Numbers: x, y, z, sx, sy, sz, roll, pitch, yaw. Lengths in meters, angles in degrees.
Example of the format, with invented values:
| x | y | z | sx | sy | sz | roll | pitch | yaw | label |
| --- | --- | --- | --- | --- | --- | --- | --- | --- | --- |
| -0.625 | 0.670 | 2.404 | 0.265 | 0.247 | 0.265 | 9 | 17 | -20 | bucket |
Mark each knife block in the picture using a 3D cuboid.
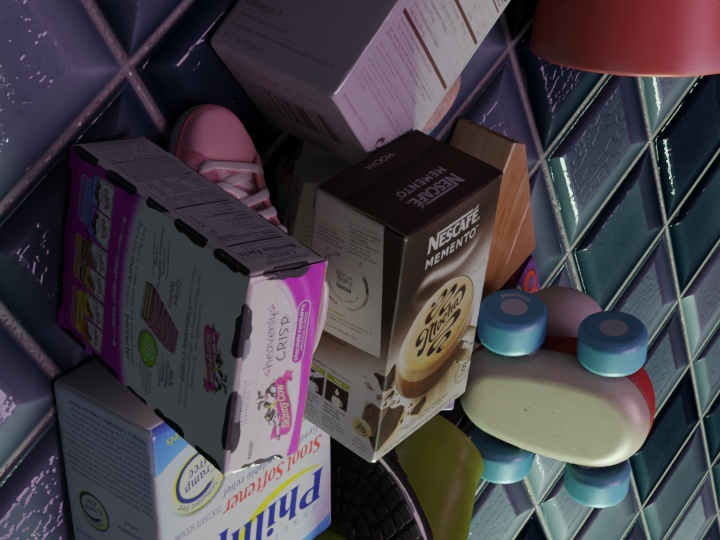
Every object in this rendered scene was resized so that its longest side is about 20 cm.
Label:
| x | y | z | sx | sy | sz | roll | pitch | yaw | label |
| --- | --- | --- | --- | --- | --- | --- | --- | --- | --- |
| 0.080 | -0.009 | 1.328 | 0.176 | 0.064 | 0.200 | -46 | 146 | -27 | knife block |

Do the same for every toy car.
| x | y | z | sx | sy | sz | roll | pitch | yaw | label |
| --- | --- | --- | --- | --- | --- | --- | --- | --- | --- |
| 0.199 | 0.079 | 1.389 | 0.200 | 0.176 | 0.185 | -56 | 152 | -51 | toy car |

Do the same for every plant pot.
| x | y | z | sx | sy | sz | roll | pitch | yaw | label |
| --- | --- | --- | --- | --- | --- | --- | --- | --- | --- |
| 0.013 | 0.222 | 1.305 | 0.193 | 0.200 | 0.201 | -60 | 151 | -29 | plant pot |
| 0.249 | -0.274 | 1.277 | 0.200 | 0.200 | 0.178 | -23 | 120 | -47 | plant pot |

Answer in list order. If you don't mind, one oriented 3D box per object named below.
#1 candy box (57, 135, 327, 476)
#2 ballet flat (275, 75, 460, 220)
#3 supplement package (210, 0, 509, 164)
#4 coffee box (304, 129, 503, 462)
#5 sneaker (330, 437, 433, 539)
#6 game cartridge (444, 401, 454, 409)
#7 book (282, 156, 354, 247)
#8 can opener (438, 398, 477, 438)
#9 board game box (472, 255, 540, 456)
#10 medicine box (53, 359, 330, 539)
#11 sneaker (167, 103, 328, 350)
| x | y | z | sx | sy | sz | roll | pitch | yaw | label |
| --- | --- | --- | --- | --- | --- | --- | --- | --- | --- |
| -0.111 | 0.016 | 0.928 | 0.061 | 0.200 | 0.137 | -13 | 125 | -38 | candy box |
| 0.007 | -0.114 | 1.143 | 0.200 | 0.068 | 0.067 | -49 | 143 | -24 | ballet flat |
| 0.012 | -0.189 | 1.043 | 0.200 | 0.117 | 0.117 | -56 | 148 | -12 | supplement package |
| 0.025 | 0.018 | 1.042 | 0.113 | 0.080 | 0.201 | -33 | 142 | -40 | coffee box |
| 0.009 | 0.147 | 1.209 | 0.087 | 0.200 | 0.076 | -21 | 161 | -50 | sneaker |
| 0.069 | 0.007 | 1.240 | 0.038 | 0.130 | 0.201 | 5 | 95 | -11 | game cartridge |
| 0.000 | 0.000 | 1.136 | 0.133 | 0.048 | 0.200 | -2 | 135 | -19 | book |
| 0.062 | 0.201 | 1.473 | 0.200 | 0.079 | 0.063 | -57 | -169 | -13 | can opener |
| 0.160 | 0.097 | 1.505 | 0.120 | 0.032 | 0.200 | -61 | 144 | -42 | board game box |
| -0.117 | 0.139 | 1.104 | 0.182 | 0.103 | 0.201 | -32 | 133 | -41 | medicine box |
| -0.070 | -0.021 | 0.988 | 0.075 | 0.105 | 0.201 | 1 | 79 | -39 | sneaker |
